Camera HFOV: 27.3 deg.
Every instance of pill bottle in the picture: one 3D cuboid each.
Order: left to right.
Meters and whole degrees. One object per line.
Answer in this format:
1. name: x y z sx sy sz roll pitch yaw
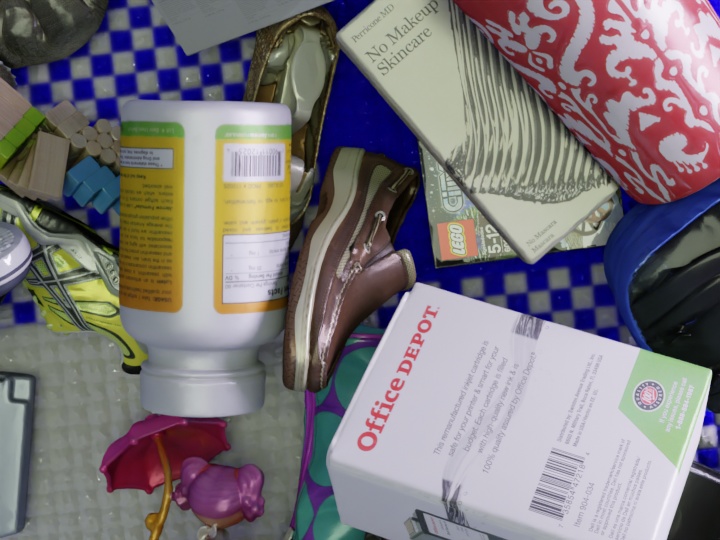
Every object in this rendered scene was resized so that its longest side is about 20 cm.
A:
1. pill bottle: -0.102 -0.010 0.970 0.111 0.111 0.200 2 96 2

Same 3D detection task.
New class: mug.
1. mug: 0.157 -0.159 0.933 0.133 0.178 0.200 -34 113 23

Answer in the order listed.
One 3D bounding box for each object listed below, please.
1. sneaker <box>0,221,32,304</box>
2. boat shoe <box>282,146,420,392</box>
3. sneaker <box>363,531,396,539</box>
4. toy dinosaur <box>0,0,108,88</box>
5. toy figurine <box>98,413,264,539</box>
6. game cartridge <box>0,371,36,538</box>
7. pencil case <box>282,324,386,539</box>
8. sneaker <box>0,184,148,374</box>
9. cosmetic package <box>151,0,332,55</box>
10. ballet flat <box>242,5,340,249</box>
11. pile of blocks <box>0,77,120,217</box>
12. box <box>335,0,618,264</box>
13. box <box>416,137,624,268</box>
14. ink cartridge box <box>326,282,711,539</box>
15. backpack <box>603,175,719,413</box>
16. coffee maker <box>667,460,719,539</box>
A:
1. sneaker: -0.279 0.017 1.014 0.078 0.200 0.080 -40 116 -38
2. boat shoe: 0.000 -0.004 0.987 0.075 0.075 0.203 10 53 5
3. sneaker: 0.028 0.249 0.970 0.079 0.096 0.200 15 78 13
4. toy dinosaur: -0.231 -0.184 1.046 0.200 0.077 0.102 -27 103 -1
5. toy figurine: -0.120 0.189 1.016 0.200 0.150 0.184 6 83 27
6. game cartridge: -0.339 0.133 1.076 0.200 0.040 0.134 6 90 2
7. pencil case: -0.011 0.137 1.037 0.092 0.085 0.200 6 93 -18
8. sneaker: -0.213 0.001 1.044 0.200 0.075 0.076 31 93 2
9. cosmetic package: -0.051 -0.216 0.984 0.200 0.051 0.083 -14 125 30
10. ballet flat: -0.056 -0.094 1.032 0.070 0.065 0.200 5 95 -21
11. pile of blocks: -0.203 -0.069 1.018 0.200 0.062 0.082 19 58 -23
12. box: 0.077 -0.104 0.991 0.082 0.068 0.200 -42 91 4
13. box: 0.106 -0.109 1.043 0.136 0.038 0.200 -8 92 3
14. ink cartridge box: 0.099 0.110 0.921 0.200 0.084 0.146 17 57 18
15. backpack: 0.265 -0.007 0.975 0.200 0.168 0.163 -39 101 6
16. coffee maker: 0.182 0.220 0.989 0.192 0.135 0.200 26 81 -34
